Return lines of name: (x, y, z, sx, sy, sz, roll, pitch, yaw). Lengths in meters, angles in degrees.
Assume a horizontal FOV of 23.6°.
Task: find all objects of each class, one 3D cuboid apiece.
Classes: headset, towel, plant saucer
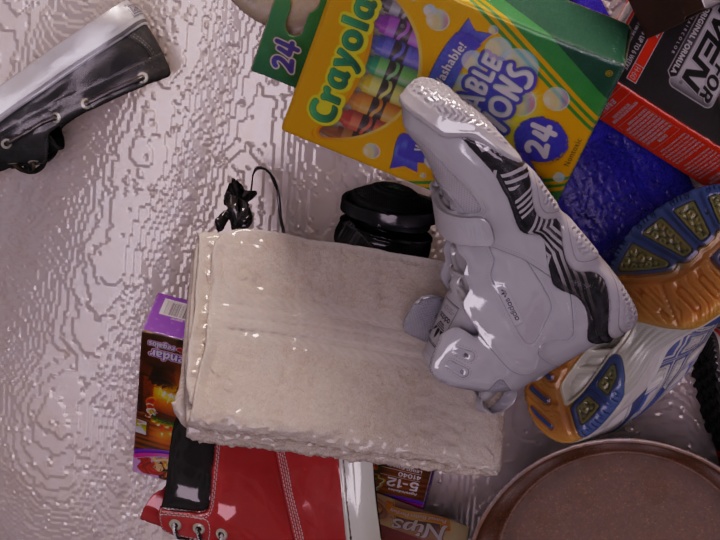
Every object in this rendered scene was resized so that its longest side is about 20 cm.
headset: (0.000, 0.000, 1.097, 0.199, 0.094, 0.124, 31, 102, -12)
towel: (0.124, -0.068, 1.076, 0.147, 0.050, 0.201, -29, 97, -5)
towel: (-0.008, 0.049, 1.018, 0.199, 0.035, 0.133, 10, 64, -12)
plant saucer: (0.165, 0.193, 1.074, 0.199, 0.035, 0.202, 2, 107, 6)

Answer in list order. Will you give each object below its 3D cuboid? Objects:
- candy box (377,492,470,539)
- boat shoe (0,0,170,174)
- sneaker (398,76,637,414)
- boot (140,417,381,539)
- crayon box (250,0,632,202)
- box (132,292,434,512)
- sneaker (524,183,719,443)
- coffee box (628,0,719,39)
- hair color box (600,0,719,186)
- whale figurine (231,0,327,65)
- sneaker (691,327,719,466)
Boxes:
candy box: (-0.015, 0.239, 1.135, 0.115, 0.055, 0.201, 20, 118, 0)
boat shoe: (-0.213, -0.097, 1.118, 0.199, 0.069, 0.057, -35, 96, 9)
sneaker: (0.061, -0.007, 0.960, 0.115, 0.075, 0.200, -40, 117, 4)
boot: (-0.056, 0.181, 1.031, 0.143, 0.072, 0.202, -7, 79, -1)
crayon box: (0.039, -0.116, 0.990, 0.199, 0.052, 0.126, 22, 127, -1)
box: (-0.046, 0.098, 1.117, 0.199, 0.039, 0.137, 14, 133, 4)
sneaker: (0.185, 0.024, 1.050, 0.200, 0.088, 0.075, -46, 64, 20)
coffee box: (0.236, -0.232, 0.992, 0.199, 0.080, 0.115, -27, 93, -16)
hair color box: (0.241, -0.097, 1.044, 0.199, 0.061, 0.102, 31, 74, -4)
whale figurine: (0.007, -0.193, 1.048, 0.199, 0.104, 0.160, 23, 101, 10)
sneaker: (0.275, 0.121, 1.100, 0.093, 0.070, 0.201, -16, 104, -5)
